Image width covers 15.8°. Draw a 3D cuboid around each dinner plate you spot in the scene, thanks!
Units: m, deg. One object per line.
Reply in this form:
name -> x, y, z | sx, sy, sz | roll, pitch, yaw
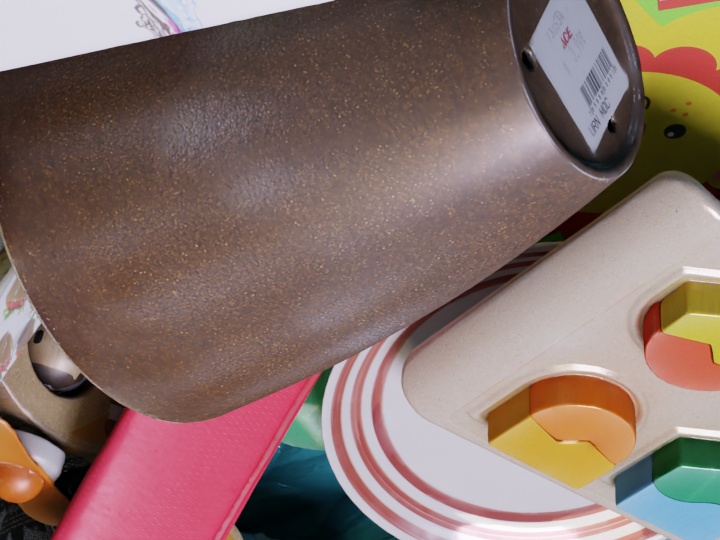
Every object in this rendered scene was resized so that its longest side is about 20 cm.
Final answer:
dinner plate -> 0.082, 0.059, 1.153 | 0.200, 0.024, 0.200 | -1, 129, -2

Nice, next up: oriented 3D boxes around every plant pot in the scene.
plant pot -> -0.003, -0.054, 0.963 | 0.200, 0.187, 0.187 | -15, 136, 33

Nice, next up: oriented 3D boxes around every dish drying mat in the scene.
dish drying mat -> -0.074, 0.082, 1.090 | 0.077, 0.018, 0.200 | 33, 85, -34

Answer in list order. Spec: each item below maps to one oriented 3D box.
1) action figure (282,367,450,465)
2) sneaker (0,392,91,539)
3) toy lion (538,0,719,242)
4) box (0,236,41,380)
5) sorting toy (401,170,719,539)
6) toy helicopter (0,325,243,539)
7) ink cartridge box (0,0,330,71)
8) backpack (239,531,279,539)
action figure -> 0.000, 0.000, 1.146 | 0.118, 0.055, 0.200 | -1, 134, 0
sneaker -> -0.158, 0.076, 1.167 | 0.075, 0.114, 0.200 | -27, 132, 32
toy lion -> 0.132, -0.081, 1.073 | 0.200, 0.069, 0.192 | -9, 142, 6
box -> -0.132, -0.015, 1.025 | 0.041, 0.200, 0.039 | 16, 143, 23
sorting toy -> 0.145, 0.056, 1.094 | 0.200, 0.037, 0.185 | 31, 135, -24
toy helicopter -> -0.110, 0.073, 1.118 | 0.079, 0.132, 0.200 | -12, 118, 38
ink cartridge box -> -0.096, -0.176, 0.898 | 0.200, 0.147, 0.146 | -11, 134, 9
backpack -> -0.048, 0.217, 1.235 | 0.150, 0.200, 0.178 | 16, 90, -23
